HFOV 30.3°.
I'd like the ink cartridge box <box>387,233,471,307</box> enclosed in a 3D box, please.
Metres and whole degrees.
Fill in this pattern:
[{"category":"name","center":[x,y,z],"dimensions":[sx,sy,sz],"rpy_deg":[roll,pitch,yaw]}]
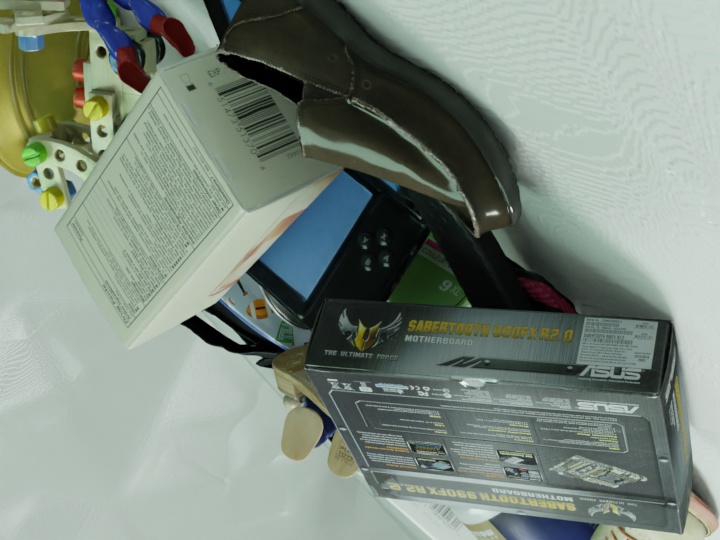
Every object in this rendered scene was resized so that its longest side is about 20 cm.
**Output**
[{"category":"ink cartridge box","center":[0.061,0.033,0.932],"dimensions":[0.104,0.059,0.200],"rpy_deg":[34,165,51]}]

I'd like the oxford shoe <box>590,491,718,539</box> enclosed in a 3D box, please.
[{"category":"oxford shoe","center":[0.202,0.188,0.942],"dimensions":[0.071,0.074,0.200],"rpy_deg":[40,169,22]}]

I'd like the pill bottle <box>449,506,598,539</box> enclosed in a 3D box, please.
[{"category":"pill bottle","center":[0.140,0.186,1.078],"dimensions":[0.200,0.111,0.111],"rpy_deg":[47,170,-11]}]

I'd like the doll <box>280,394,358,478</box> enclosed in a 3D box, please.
[{"category":"doll","center":[-0.003,0.126,1.105],"dimensions":[0.135,0.049,0.200],"rpy_deg":[19,-172,9]}]

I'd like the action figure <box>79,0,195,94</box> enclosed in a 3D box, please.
[{"category":"action figure","center":[-0.195,-0.211,0.929],"dimensions":[0.200,0.065,0.099],"rpy_deg":[48,180,45]}]

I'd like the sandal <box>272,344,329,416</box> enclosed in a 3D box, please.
[{"category":"sandal","center":[-0.008,0.057,0.936],"dimensions":[0.211,0.077,0.070],"rpy_deg":[7,115,58]}]

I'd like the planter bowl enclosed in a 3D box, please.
[{"category":"planter bowl","center":[-0.256,-0.181,1.166],"dimensions":[0.083,0.202,0.201],"rpy_deg":[3,156,14]}]

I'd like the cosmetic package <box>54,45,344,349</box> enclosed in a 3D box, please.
[{"category":"cosmetic package","center":[-0.106,-0.045,0.835],"dimensions":[0.104,0.087,0.200],"rpy_deg":[57,141,6]}]

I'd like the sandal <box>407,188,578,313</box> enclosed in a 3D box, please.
[{"category":"sandal","center":[0.094,0.013,0.781],"dimensions":[0.075,0.045,0.201],"rpy_deg":[28,154,55]}]

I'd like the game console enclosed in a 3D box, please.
[{"category":"game console","center":[-0.057,-0.072,0.848],"dimensions":[0.200,0.173,0.118],"rpy_deg":[40,-164,27]}]

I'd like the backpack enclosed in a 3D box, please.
[{"category":"backpack","center":[-0.084,0.001,1.130],"dimensions":[0.190,0.154,0.200],"rpy_deg":[43,-177,23]}]

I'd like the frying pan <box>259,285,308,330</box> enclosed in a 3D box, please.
[{"category":"frying pan","center":[-0.009,0.012,1.009],"dimensions":[0.031,0.115,0.190],"rpy_deg":[-1,138,49]}]

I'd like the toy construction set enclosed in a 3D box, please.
[{"category":"toy construction set","center":[-0.224,-0.141,1.060],"dimensions":[0.130,0.092,0.201],"rpy_deg":[9,130,17]}]

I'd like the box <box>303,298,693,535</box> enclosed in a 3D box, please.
[{"category":"box","center":[0.084,0.085,0.762],"dimensions":[0.198,0.049,0.159],"rpy_deg":[3,145,22]}]

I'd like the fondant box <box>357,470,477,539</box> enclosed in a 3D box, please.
[{"category":"fondant box","center":[0.052,0.192,1.275],"dimensions":[0.144,0.058,0.200],"rpy_deg":[42,179,-11]}]

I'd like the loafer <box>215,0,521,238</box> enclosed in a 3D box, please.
[{"category":"loafer","center":[0.001,-0.078,0.702],"dimensions":[0.200,0.071,0.073],"rpy_deg":[41,170,21]}]
